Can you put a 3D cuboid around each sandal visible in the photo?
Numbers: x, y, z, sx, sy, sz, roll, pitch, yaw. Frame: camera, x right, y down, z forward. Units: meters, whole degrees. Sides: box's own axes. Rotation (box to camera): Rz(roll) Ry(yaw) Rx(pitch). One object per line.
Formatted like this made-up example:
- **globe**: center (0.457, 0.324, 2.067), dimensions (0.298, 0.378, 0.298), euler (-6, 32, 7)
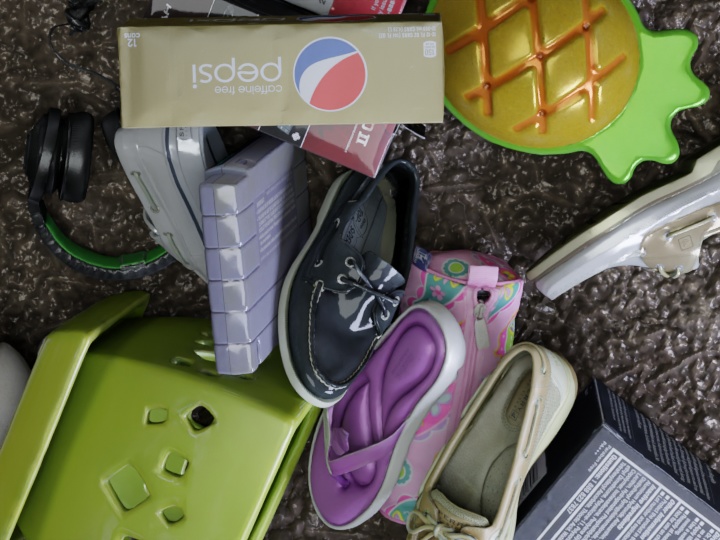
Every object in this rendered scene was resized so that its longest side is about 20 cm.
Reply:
- **sandal**: center (0.003, 0.098, 1.426), dimensions (0.083, 0.050, 0.203), euler (51, 128, 33)

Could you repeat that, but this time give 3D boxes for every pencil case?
- **pencil case**: center (0.063, 0.083, 1.455), dimensions (0.087, 0.087, 0.201), euler (9, 104, 0)

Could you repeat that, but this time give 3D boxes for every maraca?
- **maraca**: center (0.137, -0.140, 1.391), dimensions (0.200, 0.107, 0.137), euler (25, 104, -4)

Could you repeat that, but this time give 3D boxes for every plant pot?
- **plant pot**: center (-0.144, 0.128, 1.420), dimensions (0.181, 0.199, 0.200), euler (24, 102, 3)

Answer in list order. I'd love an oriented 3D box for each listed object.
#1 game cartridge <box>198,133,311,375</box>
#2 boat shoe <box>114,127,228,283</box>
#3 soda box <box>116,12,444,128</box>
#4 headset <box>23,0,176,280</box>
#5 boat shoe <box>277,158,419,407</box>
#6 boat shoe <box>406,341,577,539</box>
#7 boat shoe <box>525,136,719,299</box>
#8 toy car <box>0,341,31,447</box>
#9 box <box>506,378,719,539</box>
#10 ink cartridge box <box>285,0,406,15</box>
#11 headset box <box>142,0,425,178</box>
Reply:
- **game cartridge**: center (-0.068, -0.019, 1.378), dimensions (0.038, 0.200, 0.130), euler (-6, 101, 12)
- **boat shoe**: center (-0.115, -0.044, 1.402), dimensions (0.067, 0.074, 0.200), euler (-3, 141, 11)
- **soda box**: center (-0.048, -0.124, 1.268), dimensions (0.199, 0.068, 0.064), euler (-1, 101, 2)
- **headset**: center (-0.179, -0.093, 1.443), dimensions (0.123, 0.094, 0.201), euler (-11, 117, -1)
- **boat shoe**: center (0.002, 0.001, 1.383), dimensions (0.074, 0.200, 0.066), euler (43, 134, -22)
- **boat shoe**: center (0.078, 0.141, 1.380), dimensions (0.073, 0.063, 0.201), euler (32, 94, 27)
- **boat shoe**: center (0.213, -0.028, 1.430), dimensions (0.200, 0.075, 0.069), euler (-31, 94, 7)
- **toy car**: center (-0.324, 0.109, 1.389), dimensions (0.175, 0.150, 0.200), euler (24, 94, -12)
- **box**: center (0.184, 0.223, 1.462), dimensions (0.198, 0.123, 0.200), euler (38, 103, -5)
- **ink cartridge box**: center (-0.045, -0.261, 1.382), dimensions (0.199, 0.084, 0.145), euler (22, 103, -2)
- **headset box**: center (-0.046, -0.135, 1.377), dimensions (0.199, 0.149, 0.075), euler (22, 103, -3)
